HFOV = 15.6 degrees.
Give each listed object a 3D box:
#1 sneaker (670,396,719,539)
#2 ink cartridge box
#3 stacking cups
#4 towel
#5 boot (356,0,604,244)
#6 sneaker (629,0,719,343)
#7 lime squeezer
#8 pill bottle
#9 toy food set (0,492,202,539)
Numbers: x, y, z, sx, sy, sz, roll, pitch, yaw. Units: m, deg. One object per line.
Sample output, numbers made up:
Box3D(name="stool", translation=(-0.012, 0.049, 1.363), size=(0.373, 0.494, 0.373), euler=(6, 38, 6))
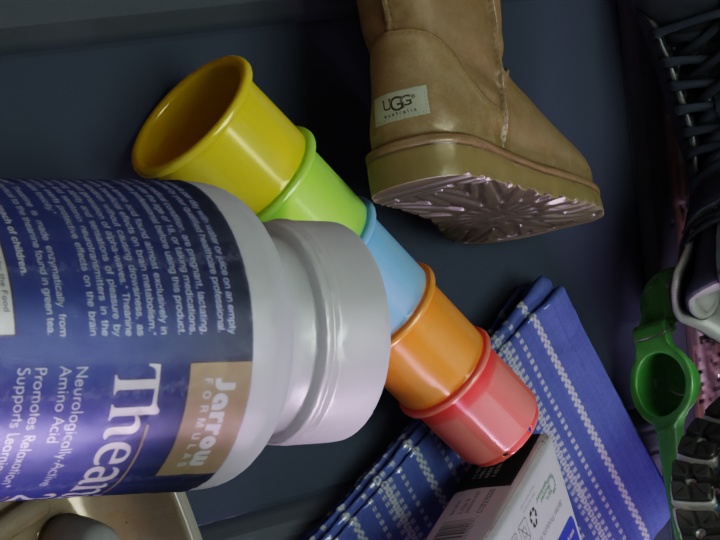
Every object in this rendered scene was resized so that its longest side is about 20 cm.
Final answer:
Box3D(name="sneaker", translation=(0.200, 0.087, 1.157), size=(0.200, 0.078, 0.090), euler=(-48, 128, -50))
Box3D(name="ink cartridge box", translation=(0.079, 0.177, 1.092), size=(0.095, 0.037, 0.200), euler=(-51, 126, -57))
Box3D(name="stacking cups", translation=(0.000, 0.000, 1.035), size=(0.200, 0.060, 0.061), euler=(42, 63, -27))
Box3D(name="towel", translation=(0.053, 0.115, 1.124), size=(0.200, 0.024, 0.145), euler=(-47, 121, -30))
Box3D(name="boot", translation=(0.044, -0.120, 1.079), size=(0.175, 0.066, 0.200), euler=(23, 59, -67))
Box3D(name="sneaker", translation=(0.161, -0.062, 1.147), size=(0.202, 0.077, 0.146), euler=(59, 31, -20))
Box3D(name="lime squeezer", translation=(0.147, 0.045, 1.186), size=(0.071, 0.038, 0.200), euler=(53, 42, -40))
Box3D(name="pill bottle", translation=(-0.094, 0.024, 0.915), size=(0.200, 0.111, 0.111), euler=(-1, 90, -33))
Box3D(name="toy food set", translation=(-0.124, 0.166, 0.938), size=(0.200, 0.060, 0.144), euler=(-32, 110, -36))
